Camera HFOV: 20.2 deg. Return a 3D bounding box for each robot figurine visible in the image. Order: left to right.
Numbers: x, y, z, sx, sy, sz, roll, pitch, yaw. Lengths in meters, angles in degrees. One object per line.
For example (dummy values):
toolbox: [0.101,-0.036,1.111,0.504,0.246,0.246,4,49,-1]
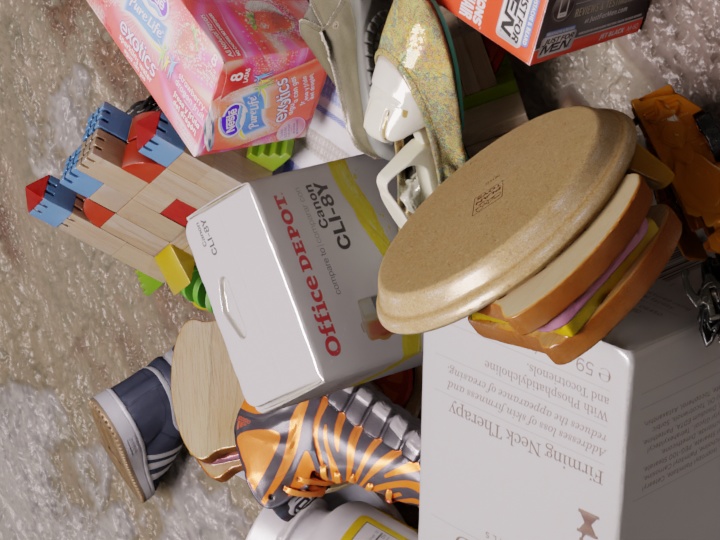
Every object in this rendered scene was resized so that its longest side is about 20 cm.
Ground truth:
robot figurine: [0.246,-0.031,1.182,0.145,0.058,0.200,-26,79,7]

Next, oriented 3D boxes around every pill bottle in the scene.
pill bottle: [0.014,0.239,1.498,0.200,0.111,0.111,28,125,19]

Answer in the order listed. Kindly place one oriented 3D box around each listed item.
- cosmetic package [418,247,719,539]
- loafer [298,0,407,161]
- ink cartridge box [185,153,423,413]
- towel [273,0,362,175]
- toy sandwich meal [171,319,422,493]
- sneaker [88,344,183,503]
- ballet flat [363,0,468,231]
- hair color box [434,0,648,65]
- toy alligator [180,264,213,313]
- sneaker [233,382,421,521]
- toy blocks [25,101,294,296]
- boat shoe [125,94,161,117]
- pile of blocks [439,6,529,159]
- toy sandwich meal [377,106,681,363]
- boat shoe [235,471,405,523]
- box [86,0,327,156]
cosmetic package: [0.152,0.091,1.284,0.167,0.166,0.200,22,121,40]
loafer: [0.002,-0.159,1.390,0.070,0.075,0.200,-30,57,40]
ink cartridge box: [0.000,0.000,1.381,0.083,0.200,0.145,-29,80,49]
towel: [-0.029,-0.125,1.503,0.147,0.024,0.200,36,129,34]
toy sandwich meal: [-0.048,0.072,1.502,0.205,0.070,0.206,-7,74,26]
sneaker: [-0.166,0.129,1.727,0.070,0.108,0.200,51,166,17]
ballet flat: [0.036,-0.084,1.298,0.071,0.071,0.200,24,141,40]
hair color box: [0.079,-0.213,1.286,0.200,0.111,0.064,38,131,32]
toy alligator: [-0.135,0.001,1.642,0.200,0.054,0.059,27,123,38]
sneaker: [-0.004,0.143,1.422,0.200,0.078,0.112,37,93,22]
toy blocks: [-0.163,-0.070,1.542,0.200,0.137,0.100,-36,34,43]
boat shoe: [-0.169,-0.106,1.635,0.200,0.070,0.066,-47,61,48]
pile of blocks: [0.101,-0.092,1.361,0.062,0.082,0.200,-18,104,6]
toy sandwich meal: [0.098,-0.017,1.171,0.070,0.205,0.205,49,142,-18]
boat shoe: [-0.040,0.161,1.594,0.200,0.070,0.071,34,109,4]
box: [-0.116,-0.189,1.489,0.200,0.103,0.095,55,142,31]
